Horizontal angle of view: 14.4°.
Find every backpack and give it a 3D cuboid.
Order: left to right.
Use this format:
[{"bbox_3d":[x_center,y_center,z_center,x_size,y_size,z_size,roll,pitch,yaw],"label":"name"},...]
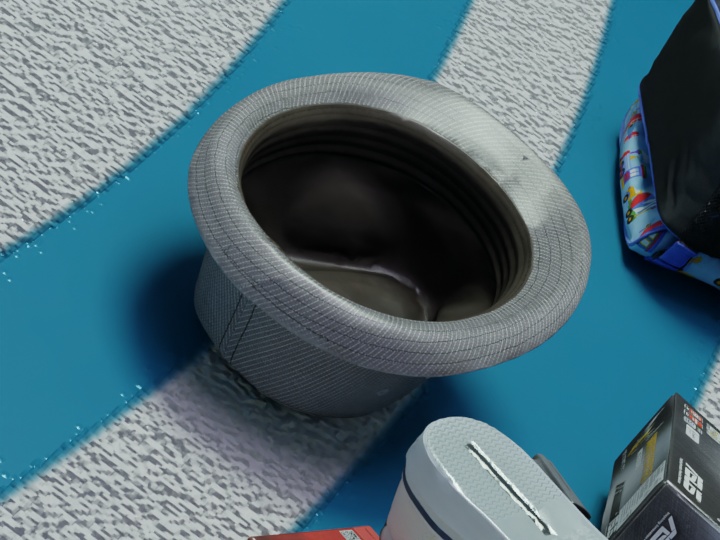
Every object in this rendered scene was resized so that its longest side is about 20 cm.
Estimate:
[{"bbox_3d":[0.255,-0.051,1.555,0.199,0.135,0.183,23,32,-17],"label":"backpack"}]

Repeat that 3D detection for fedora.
[{"bbox_3d":[0.000,0.000,1.283,0.177,0.091,0.200,42,38,15],"label":"fedora"}]

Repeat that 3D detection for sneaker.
[{"bbox_3d":[0.080,0.147,1.121,0.073,0.071,0.200,-9,47,-37],"label":"sneaker"}]

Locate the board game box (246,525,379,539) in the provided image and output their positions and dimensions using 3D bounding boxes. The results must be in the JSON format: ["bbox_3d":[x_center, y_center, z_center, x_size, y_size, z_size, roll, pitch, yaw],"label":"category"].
[{"bbox_3d":[0.038,0.180,1.117,0.200,0.019,0.103,48,19,21],"label":"board game box"}]

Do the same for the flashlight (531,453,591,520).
[{"bbox_3d":[0.104,0.156,1.186,0.068,0.068,0.200,-23,44,-9],"label":"flashlight"}]

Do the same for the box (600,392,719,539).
[{"bbox_3d":[0.178,0.137,1.232,0.158,0.048,0.200,41,11,1],"label":"box"}]
